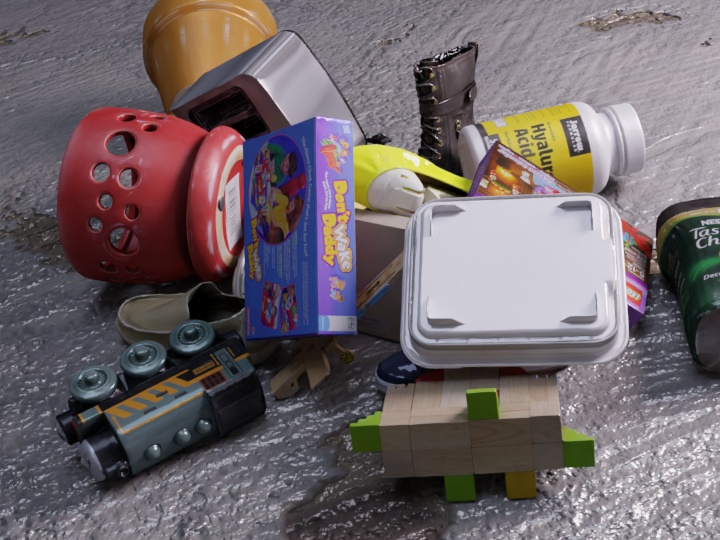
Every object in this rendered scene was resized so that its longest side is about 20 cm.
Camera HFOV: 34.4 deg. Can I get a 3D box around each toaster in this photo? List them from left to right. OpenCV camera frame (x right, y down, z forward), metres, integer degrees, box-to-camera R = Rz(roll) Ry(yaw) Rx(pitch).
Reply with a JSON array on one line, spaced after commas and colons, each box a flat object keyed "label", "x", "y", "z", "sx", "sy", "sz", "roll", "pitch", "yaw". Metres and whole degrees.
[{"label": "toaster", "x": -0.103, "y": -0.173, "z": 1.403, "sx": 0.199, "sy": 0.181, "sz": 0.119, "roll": -17, "pitch": 27, "yaw": 41}]

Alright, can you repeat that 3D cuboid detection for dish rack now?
[{"label": "dish rack", "x": 0.133, "y": 0.000, "z": 1.026, "sx": 0.198, "sy": 0.044, "sz": 0.173, "roll": -1, "pitch": 58, "yaw": 9}]

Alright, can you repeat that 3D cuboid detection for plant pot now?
[{"label": "plant pot", "x": -0.221, "y": -0.081, "z": 1.329, "sx": 0.181, "sy": 0.202, "sz": 0.201, "roll": 5, "pitch": 34, "yaw": 12}, {"label": "plant pot", "x": -0.212, "y": -0.278, "z": 1.660, "sx": 0.199, "sy": 0.201, "sz": 0.184, "roll": -10, "pitch": 47, "yaw": 1}]

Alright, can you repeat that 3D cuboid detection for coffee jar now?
[{"label": "coffee jar", "x": 0.346, "y": 0.007, "z": 1.111, "sx": 0.103, "sy": 0.086, "sz": 0.200, "roll": -8, "pitch": 31, "yaw": 5}]

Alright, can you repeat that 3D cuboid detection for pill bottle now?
[{"label": "pill bottle", "x": 0.221, "y": -0.133, "z": 1.348, "sx": 0.198, "sy": 0.112, "sz": 0.112, "roll": -13, "pitch": 32, "yaw": -4}]

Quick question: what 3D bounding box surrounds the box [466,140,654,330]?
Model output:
[{"label": "box", "x": 0.198, "y": -0.035, "z": 1.164, "sx": 0.199, "sy": 0.039, "sz": 0.137, "roll": 31, "pitch": 38, "yaw": -4}]

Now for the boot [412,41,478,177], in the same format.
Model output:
[{"label": "boot", "x": 0.082, "y": -0.167, "z": 1.384, "sx": 0.069, "sy": 0.175, "sz": 0.200, "roll": 15, "pitch": 40, "yaw": 36}]

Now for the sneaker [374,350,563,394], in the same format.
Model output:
[{"label": "sneaker", "x": 0.105, "y": 0.051, "z": 1.092, "sx": 0.198, "sy": 0.109, "sz": 0.070, "roll": -12, "pitch": 33, "yaw": -3}]

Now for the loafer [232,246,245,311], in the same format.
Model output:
[{"label": "loafer", "x": -0.101, "y": -0.019, "z": 1.309, "sx": 0.072, "sy": 0.063, "sz": 0.201, "roll": 26, "pitch": 54, "yaw": -15}]

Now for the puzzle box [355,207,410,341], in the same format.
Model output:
[{"label": "puzzle box", "x": 0.000, "y": 0.000, "z": 1.184, "sx": 0.199, "sy": 0.134, "sz": 0.025, "roll": 13, "pitch": 34, "yaw": 33}]

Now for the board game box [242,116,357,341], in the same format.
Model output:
[{"label": "board game box", "x": -0.061, "y": -0.035, "z": 1.121, "sx": 0.045, "sy": 0.202, "sz": 0.134, "roll": 3, "pitch": -6, "yaw": -36}]

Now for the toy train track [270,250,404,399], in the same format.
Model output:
[{"label": "toy train track", "x": -0.008, "y": 0.055, "z": 1.123, "sx": 0.200, "sy": 0.032, "sz": 0.115, "roll": -45, "pitch": 27, "yaw": 14}]

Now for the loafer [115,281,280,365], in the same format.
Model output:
[{"label": "loafer", "x": -0.175, "y": 0.047, "z": 1.226, "sx": 0.199, "sy": 0.069, "sz": 0.076, "roll": 6, "pitch": 35, "yaw": 25}]

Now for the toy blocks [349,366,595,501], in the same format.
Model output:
[{"label": "toy blocks", "x": 0.099, "y": 0.121, "z": 1.018, "sx": 0.198, "sy": 0.101, "sz": 0.137, "roll": -5, "pitch": 20, "yaw": 9}]

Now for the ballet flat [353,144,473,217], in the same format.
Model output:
[{"label": "ballet flat", "x": 0.062, "y": -0.076, "z": 1.169, "sx": 0.199, "sy": 0.067, "sz": 0.067, "roll": 14, "pitch": 25, "yaw": -30}]

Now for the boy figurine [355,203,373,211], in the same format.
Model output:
[{"label": "boy figurine", "x": 0.003, "y": -0.054, "z": 1.301, "sx": 0.064, "sy": 0.124, "sz": 0.200, "roll": -47, "pitch": 16, "yaw": 8}]

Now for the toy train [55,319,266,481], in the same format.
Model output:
[{"label": "toy train", "x": -0.185, "y": 0.124, "z": 1.102, "sx": 0.199, "sy": 0.086, "sz": 0.114, "roll": -25, "pitch": 44, "yaw": -22}]
